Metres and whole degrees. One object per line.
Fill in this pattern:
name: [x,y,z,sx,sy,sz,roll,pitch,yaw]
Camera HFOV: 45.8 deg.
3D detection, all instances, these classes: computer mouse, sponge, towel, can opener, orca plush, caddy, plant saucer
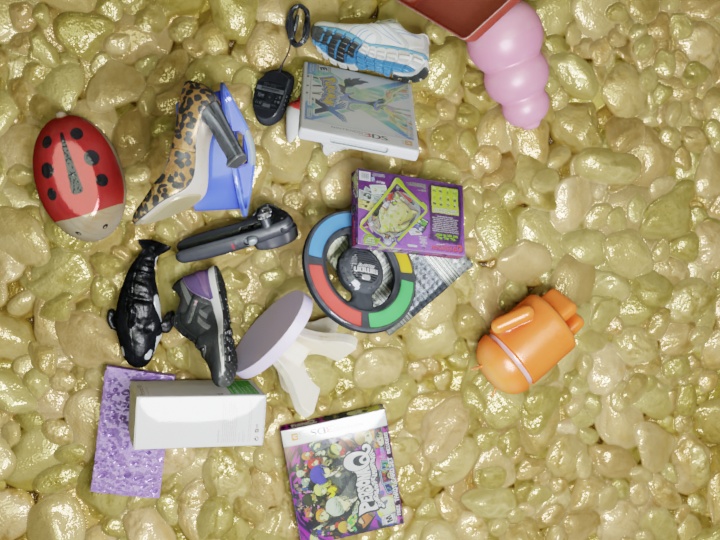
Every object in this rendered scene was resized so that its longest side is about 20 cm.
computer mouse: [-0.120,-0.325,1.356,0.058,0.034,0.203,19,87,20]
sponge: [-0.364,0.258,1.365,0.109,0.030,0.204,8,92,-10]
towel: [0.057,-0.026,1.409,0.192,0.035,0.201,-40,101,-1]
can opener: [-0.196,-0.050,1.342,0.196,0.064,0.080,-15,118,-3]
orca plush: [-0.337,0.055,1.331,0.104,0.071,0.203,22,91,-10]
caddy: [-0.211,-0.179,1.296,0.103,0.141,0.204,-10,97,-4]
plant saucer: [0.182,-0.445,1.329,0.199,0.200,0.037,-42,136,-3]

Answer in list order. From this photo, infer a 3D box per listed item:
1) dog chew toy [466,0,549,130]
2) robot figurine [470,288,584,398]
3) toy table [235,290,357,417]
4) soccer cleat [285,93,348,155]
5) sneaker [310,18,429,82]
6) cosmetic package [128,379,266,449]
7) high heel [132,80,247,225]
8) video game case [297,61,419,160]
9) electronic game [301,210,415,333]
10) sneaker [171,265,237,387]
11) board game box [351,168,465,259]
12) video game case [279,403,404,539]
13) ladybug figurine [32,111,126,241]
dog chew toy: [0.246,-0.324,1.366,0.123,0.125,0.203,-24,105,-6]
robot figurine: [0.272,0.120,1.406,0.199,0.144,0.117,-41,77,-3]
toy table: [-0.103,0.124,1.331,0.116,0.199,0.186,35,56,-20]
soccer cleat: [-0.025,-0.220,1.362,0.196,0.069,0.087,13,104,-8]
sneaker: [0.019,-0.367,1.360,0.196,0.075,0.088,15,66,-6]
cosmetic package: [-0.255,0.222,1.321,0.196,0.107,0.087,3,96,-23]
high heel: [-0.266,-0.165,1.207,0.198,0.071,0.144,-33,78,12]
video game case: [-0.004,-0.247,1.306,0.179,0.202,0.022,10,130,-9]
electronic game: [0.000,0.000,1.321,0.197,0.042,0.203,13,62,-26]
sneaker: [-0.245,0.095,1.320,0.086,0.076,0.203,-14,58,0]
board game box: [0.077,-0.087,1.353,0.197,0.032,0.122,6,72,-27]
video game case: [-0.030,0.340,1.419,0.178,0.036,0.204,-10,96,-6]
ladybug figurine: [-0.432,-0.143,1.300,0.134,0.072,0.203,-19,97,-6]
